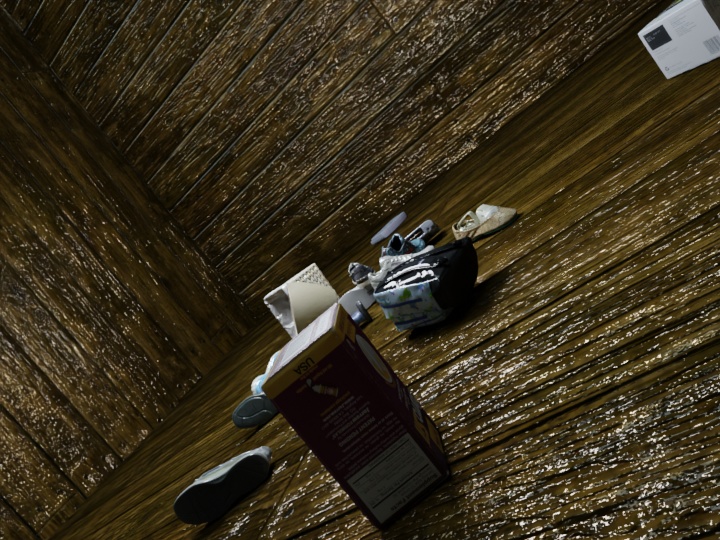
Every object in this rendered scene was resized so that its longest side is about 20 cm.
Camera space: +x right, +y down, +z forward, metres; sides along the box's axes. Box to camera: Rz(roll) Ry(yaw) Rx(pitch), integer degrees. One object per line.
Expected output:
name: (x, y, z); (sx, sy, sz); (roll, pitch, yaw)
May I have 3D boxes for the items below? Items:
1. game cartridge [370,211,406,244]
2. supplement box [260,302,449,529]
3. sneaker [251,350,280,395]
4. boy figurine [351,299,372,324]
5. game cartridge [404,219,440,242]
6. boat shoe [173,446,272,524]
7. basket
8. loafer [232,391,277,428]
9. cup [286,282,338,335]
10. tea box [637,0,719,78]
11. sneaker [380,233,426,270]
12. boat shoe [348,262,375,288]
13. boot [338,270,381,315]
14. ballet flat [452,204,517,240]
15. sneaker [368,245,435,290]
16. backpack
game cartridge: (0.143, -0.208, 2.793); (0.200, 0.041, 0.133); (-45, 5, -33)
supplement box: (-0.004, 0.155, 0.639); (0.103, 0.201, 0.131); (-38, 7, 5)
sneaker: (-0.214, 0.288, 1.566); (0.089, 0.079, 0.201); (-14, 23, 28)
boy figurine: (-0.062, 0.161, 1.484); (0.199, 0.065, 0.124); (-37, 10, 2)
game cartridge: (0.157, -0.079, 1.761); (0.199, 0.042, 0.133); (-40, -8, 12)
boat shoe: (-0.248, 0.390, 1.038); (0.201, 0.075, 0.065); (-36, 1, 5)
basket: (-0.192, 0.111, 1.932); (0.161, 0.201, 0.197); (-41, 7, -32)
loafer: (-0.216, 0.318, 1.378); (0.198, 0.073, 0.063); (-33, -12, 4)
cup: (-0.137, 0.122, 1.719); (0.140, 0.204, 0.200); (-13, 4, -8)
tea box: (0.759, -0.552, 1.227); (0.196, 0.134, 0.200); (-41, 7, -5)
sneaker: (0.126, -0.062, 1.604); (0.078, 0.097, 0.199); (4, 24, 35)
boat shoe: (0.000, 0.000, 1.622); (0.072, 0.063, 0.200); (-30, 9, -1)
boot: (0.024, 0.063, 1.657); (0.198, 0.074, 0.096); (-31, 2, 6)
ballet flat: (0.283, -0.115, 1.340); (0.070, 0.066, 0.199); (-44, 8, -34)
sneaker: (0.107, -0.011, 1.495); (0.199, 0.100, 0.075); (-37, 5, 12)
backpack: (0.116, 0.034, 1.074); (0.197, 0.156, 0.163); (-6, 29, 36)
